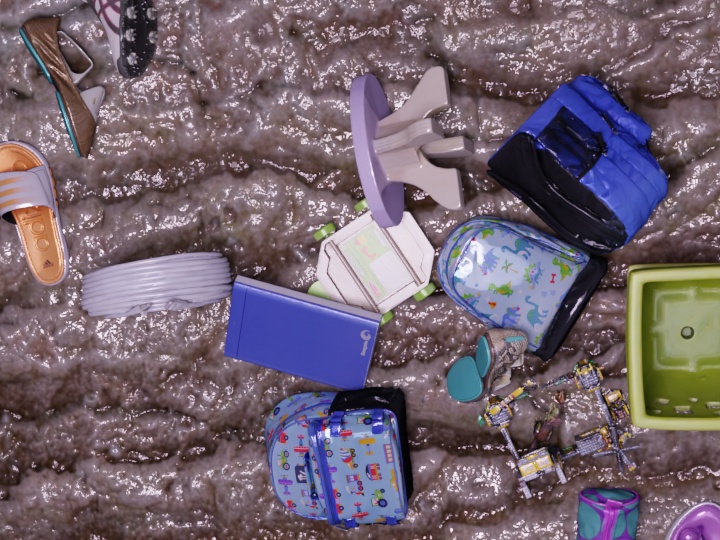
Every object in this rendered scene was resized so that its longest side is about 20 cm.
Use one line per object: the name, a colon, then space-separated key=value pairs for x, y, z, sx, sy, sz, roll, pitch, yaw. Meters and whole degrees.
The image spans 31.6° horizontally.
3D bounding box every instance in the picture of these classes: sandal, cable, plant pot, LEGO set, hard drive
sandal: x=0.433 y=0.406 z=1.715 sx=0.082 sy=0.050 sz=0.203 roll=32 pitch=98 yaw=1
cable: x=-0.269 y=0.019 z=1.668 sx=0.199 sy=0.200 sz=0.070 roll=-7 pitch=91 yaw=33
plant pot: x=0.430 y=0.084 z=1.613 sx=0.199 sy=0.181 sz=0.200 roll=-1 pitch=97 yaw=5
LEGO set: x=0.259 y=0.209 z=1.675 sx=0.199 sy=0.116 sz=0.155 roll=-16 pitch=95 yaw=7
sandal: x=-0.452 y=-0.079 z=1.743 sx=0.079 sy=0.059 sz=0.208 roll=-18 pitch=94 yaw=7
hard drive: x=-0.080 y=0.088 z=1.713 sx=0.199 sy=0.025 sz=0.132 roll=15 pitch=128 yaw=4

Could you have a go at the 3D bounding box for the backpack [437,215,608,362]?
backpack: x=0.196 y=0.009 z=1.658 sx=0.200 sy=0.154 sz=0.164 roll=34 pitch=104 yaw=12

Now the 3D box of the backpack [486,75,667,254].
backpack: x=0.292 y=-0.132 z=1.612 sx=0.200 sy=0.163 sz=0.168 roll=44 pitch=78 yaw=2

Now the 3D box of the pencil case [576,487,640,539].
pencil case: x=0.325 y=0.392 z=1.703 sx=0.085 sy=0.092 sz=0.201 roll=4 pitch=96 yaw=9

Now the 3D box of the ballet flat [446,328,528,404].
ballet flat: x=0.173 y=0.125 z=1.655 sx=0.075 sy=0.200 sz=0.068 roll=-8 pitch=69 yaw=-15

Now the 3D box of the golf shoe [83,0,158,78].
golf shoe: x=-0.325 y=-0.355 z=1.703 sx=0.088 sy=0.077 sz=0.201 roll=-2 pitch=94 yaw=26

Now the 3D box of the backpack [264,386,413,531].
backpack: x=-0.037 y=0.252 z=1.698 sx=0.199 sy=0.135 sz=0.184 roll=-3 pitch=104 yaw=10

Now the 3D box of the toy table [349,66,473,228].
toy table: x=0.065 y=-0.163 z=1.632 sx=0.117 sy=0.184 sz=0.201 roll=-10 pitch=94 yaw=20

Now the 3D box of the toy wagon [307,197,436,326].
toy wagon: x=0.000 y=0.000 z=1.718 sx=0.200 sy=0.040 sz=0.156 roll=-33 pitch=92 yaw=9

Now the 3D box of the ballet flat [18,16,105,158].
ballet flat: x=-0.390 y=-0.254 z=1.723 sx=0.072 sy=0.068 sz=0.201 roll=-25 pitch=90 yaw=-11
